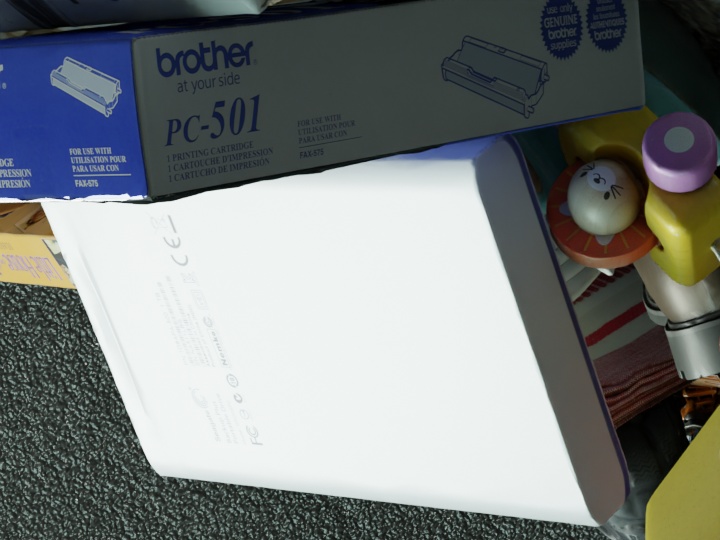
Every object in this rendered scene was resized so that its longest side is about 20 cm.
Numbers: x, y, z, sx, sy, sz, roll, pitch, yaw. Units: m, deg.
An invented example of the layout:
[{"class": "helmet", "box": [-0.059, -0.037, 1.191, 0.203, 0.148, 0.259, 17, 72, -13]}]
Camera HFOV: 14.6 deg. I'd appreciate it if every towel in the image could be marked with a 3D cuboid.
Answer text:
[{"class": "towel", "box": [0.088, 0.003, 1.243, 0.200, 0.144, 0.023, 27, 137, 48]}]

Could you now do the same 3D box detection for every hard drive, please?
[{"class": "hard drive", "box": [-0.014, 0.016, 0.928, 0.200, 0.025, 0.132, 2, 122, 42]}]

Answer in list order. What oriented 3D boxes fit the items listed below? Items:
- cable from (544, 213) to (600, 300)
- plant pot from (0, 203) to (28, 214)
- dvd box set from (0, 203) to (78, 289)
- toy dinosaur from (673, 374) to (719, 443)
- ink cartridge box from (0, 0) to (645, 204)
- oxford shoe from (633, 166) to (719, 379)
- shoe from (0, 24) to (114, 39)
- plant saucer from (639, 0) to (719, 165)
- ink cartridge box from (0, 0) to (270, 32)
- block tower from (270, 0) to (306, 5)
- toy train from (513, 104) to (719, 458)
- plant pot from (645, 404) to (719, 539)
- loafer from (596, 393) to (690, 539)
[{"class": "cable", "box": [0.000, 0.000, 1.078, 0.200, 0.199, 0.069, -59, -52, -71]}, {"class": "plant pot", "box": [-0.132, -0.115, 1.070, 0.140, 0.201, 0.200, 5, 158, 43]}, {"class": "dvd box set", "box": [-0.086, -0.046, 1.157, 0.029, 0.146, 0.200, 56, 161, -15]}, {"class": "toy dinosaur", "box": [0.183, 0.080, 1.289, 0.102, 0.135, 0.201, -62, -44, -79]}, {"class": "ink cartridge box", "box": [-0.018, -0.054, 0.795, 0.094, 0.044, 0.200, 1, -170, 44]}, {"class": "oxford shoe", "box": [0.134, -0.020, 1.079, 0.200, 0.072, 0.085, -73, -41, -84]}, {"class": "shoe", "box": [-0.103, -0.083, 0.877, 0.070, 0.053, 0.200, 41, -167, -17]}, {"class": "plant saucer", "box": [0.044, -0.099, 0.963, 0.200, 0.027, 0.200, 31, 176, 2]}, {"class": "ink cartridge box", "box": [-0.114, -0.136, 0.737, 0.200, 0.084, 0.145, 1, 144, 46]}, {"class": "block tower", "box": [-0.025, -0.083, 0.967, 0.058, 0.054, 0.200, 64, -171, 20]}, {"class": "toy train", "box": [0.087, 0.003, 0.909, 0.200, 0.056, 0.150, 38, 161, 53]}, {"class": "plant pot", "box": [0.225, 0.107, 1.088, 0.200, 0.200, 0.176, 33, -172, -25]}, {"class": "loafer", "box": [0.102, 0.057, 1.242, 0.201, 0.068, 0.071, -110, 1, -59]}]
